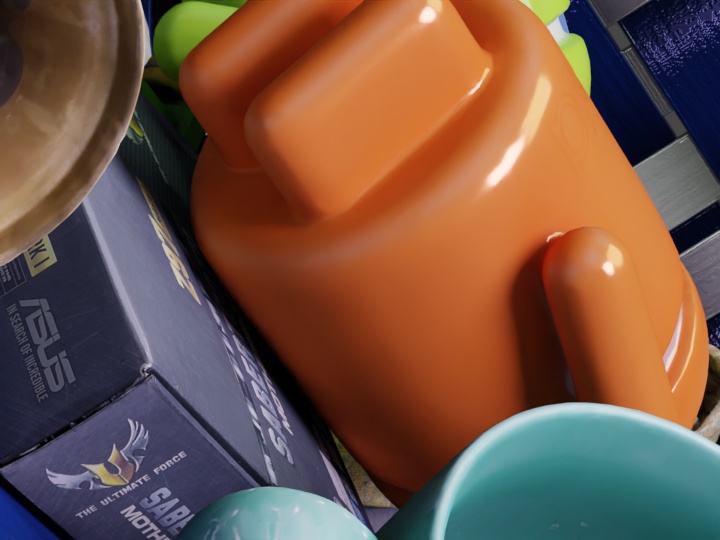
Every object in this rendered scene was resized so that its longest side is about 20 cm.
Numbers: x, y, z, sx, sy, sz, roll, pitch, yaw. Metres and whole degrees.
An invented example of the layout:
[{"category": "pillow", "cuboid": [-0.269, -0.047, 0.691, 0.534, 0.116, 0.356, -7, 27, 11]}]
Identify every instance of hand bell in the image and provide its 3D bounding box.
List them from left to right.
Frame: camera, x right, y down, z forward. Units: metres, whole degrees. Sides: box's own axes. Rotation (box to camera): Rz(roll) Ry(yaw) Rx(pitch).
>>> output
[{"category": "hand bell", "cuboid": [-0.140, -0.087, 0.694, 0.200, 0.104, 0.104, 46, -3, 47]}]

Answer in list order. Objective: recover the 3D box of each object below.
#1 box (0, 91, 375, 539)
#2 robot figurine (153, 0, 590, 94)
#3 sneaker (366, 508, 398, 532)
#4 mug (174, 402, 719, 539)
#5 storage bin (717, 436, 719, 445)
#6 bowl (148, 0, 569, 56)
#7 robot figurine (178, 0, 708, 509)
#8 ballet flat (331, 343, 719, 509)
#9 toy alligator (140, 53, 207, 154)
[{"category": "box", "cuboid": [-0.065, 0.010, 0.808, 0.158, 0.051, 0.200, 49, 11, -47]}, {"category": "robot figurine", "cuboid": [0.002, -0.095, 0.945, 0.200, 0.115, 0.175, 64, 19, -8]}, {"category": "sneaker", "cuboid": [0.039, 0.091, 1.014, 0.200, 0.087, 0.074, 56, 7, -12]}, {"category": "mug", "cuboid": [0.040, 0.116, 0.726, 0.185, 0.114, 0.152, 46, 40, 5]}, {"category": "storage bin", "cuboid": [0.140, 0.161, 1.192, 0.200, 0.135, 0.094, 58, 8, 9]}, {"category": "bowl", "cuboid": [-0.005, -0.080, 1.144, 0.039, 0.200, 0.201, -30, 86, -43]}, {"category": "robot figurine", "cuboid": [0.028, 0.001, 0.822, 0.200, 0.143, 0.117, 55, 40, -37]}, {"category": "ballet flat", "cuboid": [0.045, 0.041, 0.967, 0.199, 0.071, 0.071, 5, 42, -34]}, {"category": "toy alligator", "cuboid": [-0.081, -0.045, 0.960, 0.054, 0.059, 0.200, 8, -26, 38]}]
